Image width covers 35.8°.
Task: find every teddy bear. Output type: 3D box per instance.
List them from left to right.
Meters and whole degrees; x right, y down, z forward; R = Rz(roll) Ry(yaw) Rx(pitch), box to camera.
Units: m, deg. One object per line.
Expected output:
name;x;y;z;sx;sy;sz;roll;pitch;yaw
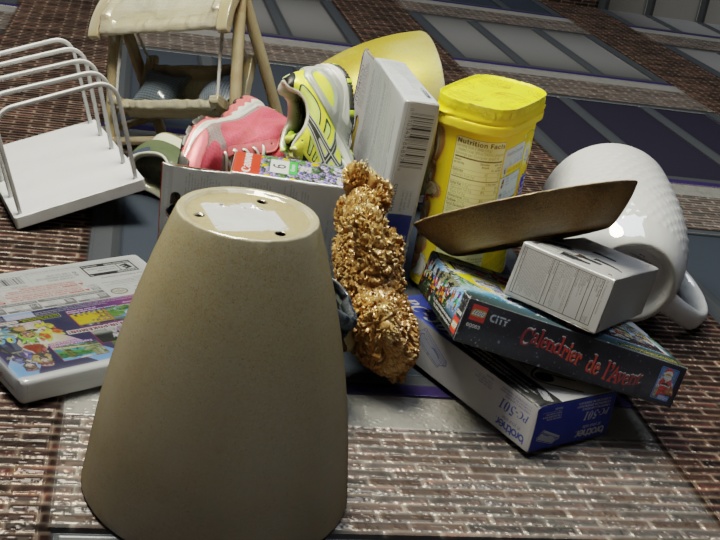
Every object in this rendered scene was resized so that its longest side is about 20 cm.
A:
teddy bear;0.000;0.000;0.964;0.066;0.203;0.145;2;-19;-17

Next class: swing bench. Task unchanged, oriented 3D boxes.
swing bench;-0.212;-0.256;1.355;0.197;0.203;0.130;2;17;25

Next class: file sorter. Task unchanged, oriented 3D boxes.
file sorter;-0.333;-0.156;1.187;0.137;0.126;0.200;-19;32;-20

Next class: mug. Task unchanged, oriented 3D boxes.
mug;0.284;-0.015;1.155;0.199;0.148;0.176;37;24;-15

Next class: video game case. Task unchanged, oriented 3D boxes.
video game case;-0.232;0.042;0.940;0.198;0.023;0.182;-10;30;-40

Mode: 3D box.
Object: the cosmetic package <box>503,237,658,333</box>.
cosmetic package;0.196;0.008;0.960;0.082;0.051;0.200;26;13;21

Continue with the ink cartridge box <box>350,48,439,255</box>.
ink cartridge box;0.023;-0.113;1.175;0.040;0.202;0.200;5;25;-15

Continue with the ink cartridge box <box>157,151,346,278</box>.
ink cartridge box;-0.098;-0.057;1.105;0.197;0.110;0.051;8;31;-4

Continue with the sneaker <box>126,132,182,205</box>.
sneaker;-0.180;-0.094;1.233;0.198;0.068;0.090;20;33;24

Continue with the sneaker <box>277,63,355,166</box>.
sneaker;-0.049;-0.113;1.166;0.076;0.203;0.075;-8;3;-32

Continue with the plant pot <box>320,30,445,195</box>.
plant pot;0.005;-0.190;1.360;0.140;0.202;0.200;-3;25;-16

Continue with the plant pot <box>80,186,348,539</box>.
plant pot;-0.085;0.055;0.739;0.185;0.202;0.188;8;23;-4

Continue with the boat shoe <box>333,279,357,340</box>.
boat shoe;-0.064;0.026;0.935;0.070;0.091;0.200;27;14;-36

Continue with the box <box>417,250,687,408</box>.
box;0.157;0.047;0.939;0.198;0.038;0.137;18;13;-14

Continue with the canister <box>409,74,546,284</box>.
canister;0.119;-0.088;1.152;0.086;0.202;0.148;19;24;21

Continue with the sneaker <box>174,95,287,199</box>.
sneaker;-0.123;-0.126;1.161;0.086;0.074;0.200;20;34;13

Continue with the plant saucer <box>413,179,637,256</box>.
plant saucer;0.146;-0.042;0.977;0.198;0.036;0.200;-10;-2;0

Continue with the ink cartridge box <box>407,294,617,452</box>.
ink cartridge box;0.115;0.081;0.961;0.093;0.045;0.200;-5;26;-35
